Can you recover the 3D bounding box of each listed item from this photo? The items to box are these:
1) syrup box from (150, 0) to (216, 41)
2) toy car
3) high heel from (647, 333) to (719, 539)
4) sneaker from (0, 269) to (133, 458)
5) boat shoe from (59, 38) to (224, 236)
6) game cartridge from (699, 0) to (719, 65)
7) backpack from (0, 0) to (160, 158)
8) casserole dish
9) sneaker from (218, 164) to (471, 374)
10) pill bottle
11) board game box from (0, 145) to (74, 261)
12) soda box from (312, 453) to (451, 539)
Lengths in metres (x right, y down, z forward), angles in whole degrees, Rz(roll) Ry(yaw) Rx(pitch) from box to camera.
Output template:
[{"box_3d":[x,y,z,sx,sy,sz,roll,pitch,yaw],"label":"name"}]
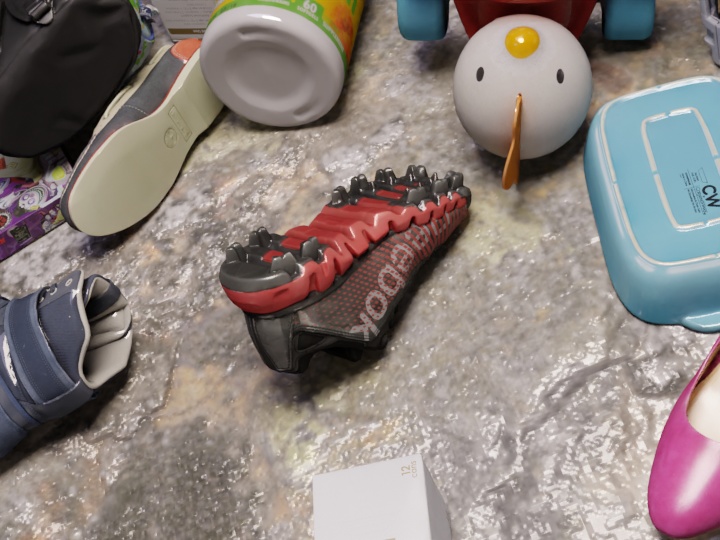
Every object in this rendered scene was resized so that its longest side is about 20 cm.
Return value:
[{"box_3d":[-0.148,-0.288,0.932,0.081,0.201,0.079,4,54,25],"label":"syrup box"},{"box_3d":[0.109,-0.154,0.758,0.182,0.177,0.202,2,65,8],"label":"toy car"},{"box_3d":[0.207,0.044,0.591,0.200,0.096,0.067,-45,51,-17],"label":"high heel"},{"box_3d":[-0.234,0.023,0.783,0.145,0.077,0.203,-32,57,9],"label":"sneaker"},{"box_3d":[-0.171,-0.106,0.879,0.062,0.071,0.201,12,55,32],"label":"boat shoe"},{"box_3d":[0.271,-0.243,0.732,0.133,0.201,0.041,-39,46,-13],"label":"game cartridge"},{"box_3d":[-0.242,-0.193,0.920,0.163,0.153,0.201,-45,47,12],"label":"backpack"},{"box_3d":[0.204,-0.053,0.713,0.120,0.039,0.201,-14,50,11],"label":"casserole dish"},{"box_3d":[0.000,0.000,0.728,0.070,0.099,0.200,13,34,43],"label":"sneaker"},{"box_3d":[-0.051,-0.222,0.899,0.110,0.111,0.202,-2,52,19],"label":"pill bottle"},{"box_3d":[-0.306,-0.087,0.947,0.120,0.032,0.200,-36,49,-4],"label":"board game box"},{"box_3d":[0.017,0.197,0.558,0.063,0.068,0.201,-13,49,10],"label":"soda box"}]
